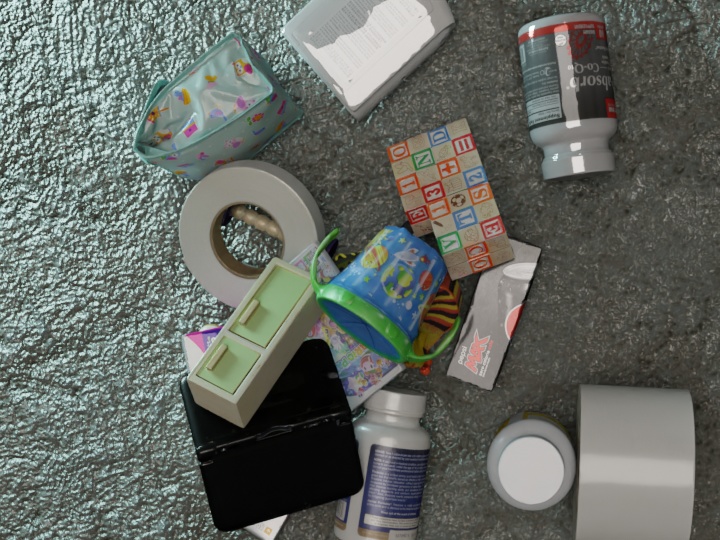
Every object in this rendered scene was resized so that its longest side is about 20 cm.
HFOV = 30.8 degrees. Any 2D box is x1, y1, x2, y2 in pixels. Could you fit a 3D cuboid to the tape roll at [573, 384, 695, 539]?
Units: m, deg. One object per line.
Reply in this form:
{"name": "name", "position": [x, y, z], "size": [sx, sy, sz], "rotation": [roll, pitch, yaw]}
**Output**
{"name": "tape roll", "position": [0.338, 0.246, 1.632], "size": [0.137, 0.203, 0.206], "rotation": [2, 89, 9]}

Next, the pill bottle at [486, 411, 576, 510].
{"name": "pill bottle", "position": [0.216, 0.240, 1.649], "size": [0.110, 0.200, 0.114], "rotation": [0, 89, 8]}

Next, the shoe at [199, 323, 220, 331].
{"name": "shoe", "position": [-0.195, 0.174, 1.782], "size": [0.069, 0.053, 0.203], "rotation": [-6, 88, 8]}

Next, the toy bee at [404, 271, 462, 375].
{"name": "toy bee", "position": [0.074, 0.080, 1.732], "size": [0.109, 0.199, 0.132], "rotation": [41, 58, -20]}

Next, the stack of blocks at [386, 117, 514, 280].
{"name": "stack of blocks", "position": [0.114, -0.089, 1.691], "size": [0.114, 0.059, 0.202], "rotation": [-20, 53, 6]}

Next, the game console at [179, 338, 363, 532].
{"name": "game console", "position": [-0.113, 0.206, 1.658], "size": [0.197, 0.117, 0.177], "rotation": [-15, 56, -10]}

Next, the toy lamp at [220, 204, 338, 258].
{"name": "toy lamp", "position": [-0.129, -0.061, 1.777], "size": [0.198, 0.058, 0.059], "rotation": [26, 93, 9]}

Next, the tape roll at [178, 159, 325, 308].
{"name": "tape roll", "position": [-0.145, -0.045, 1.738], "size": [0.200, 0.037, 0.205], "rotation": [6, 112, 14]}

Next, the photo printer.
{"name": "photo printer", "position": [0.016, -0.328, 1.754], "size": [0.200, 0.069, 0.167], "rotation": [-43, 83, 5]}

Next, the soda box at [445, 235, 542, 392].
{"name": "soda box", "position": [0.177, 0.055, 1.728], "size": [0.070, 0.063, 0.202], "rotation": [19, 92, 8]}

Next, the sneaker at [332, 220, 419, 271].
{"name": "sneaker", "position": [0.000, 0.000, 1.735], "size": [0.084, 0.075, 0.200], "rotation": [41, 81, 5]}

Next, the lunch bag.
{"name": "lunch bag", "position": [-0.196, -0.202, 1.732], "size": [0.199, 0.170, 0.123], "rotation": [-36, 79, 8]}

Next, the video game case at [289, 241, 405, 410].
{"name": "video game case", "position": [-0.049, 0.085, 1.701], "size": [0.143, 0.018, 0.201], "rotation": [-39, 81, 25]}

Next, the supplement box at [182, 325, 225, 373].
{"name": "supplement box", "position": [-0.167, 0.175, 1.714], "size": [0.100, 0.103, 0.203], "rotation": [-12, 84, -8]}

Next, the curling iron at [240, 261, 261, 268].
{"name": "curling iron", "position": [-0.099, 0.030, 1.785], "size": [0.198, 0.026, 0.050], "rotation": [27, 90, 8]}

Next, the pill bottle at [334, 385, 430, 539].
{"name": "pill bottle", "position": [0.033, 0.257, 1.720], "size": [0.109, 0.111, 0.203], "rotation": [9, 90, 8]}

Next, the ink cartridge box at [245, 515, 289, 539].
{"name": "ink cartridge box", "position": [-0.110, 0.261, 1.778], "size": [0.094, 0.037, 0.202], "rotation": [30, 95, 9]}

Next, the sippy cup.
{"name": "sippy cup", "position": [0.035, 0.022, 1.606], "size": [0.178, 0.139, 0.131], "rotation": [44, 74, -32]}

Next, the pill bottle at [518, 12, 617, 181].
{"name": "pill bottle", "position": [0.271, -0.222, 1.693], "size": [0.114, 0.116, 0.203], "rotation": [-8, 88, 8]}

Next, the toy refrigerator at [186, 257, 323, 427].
{"name": "toy refrigerator", "position": [-0.126, 0.085, 1.621], "size": [0.075, 0.070, 0.201], "rotation": [24, 62, 20]}
